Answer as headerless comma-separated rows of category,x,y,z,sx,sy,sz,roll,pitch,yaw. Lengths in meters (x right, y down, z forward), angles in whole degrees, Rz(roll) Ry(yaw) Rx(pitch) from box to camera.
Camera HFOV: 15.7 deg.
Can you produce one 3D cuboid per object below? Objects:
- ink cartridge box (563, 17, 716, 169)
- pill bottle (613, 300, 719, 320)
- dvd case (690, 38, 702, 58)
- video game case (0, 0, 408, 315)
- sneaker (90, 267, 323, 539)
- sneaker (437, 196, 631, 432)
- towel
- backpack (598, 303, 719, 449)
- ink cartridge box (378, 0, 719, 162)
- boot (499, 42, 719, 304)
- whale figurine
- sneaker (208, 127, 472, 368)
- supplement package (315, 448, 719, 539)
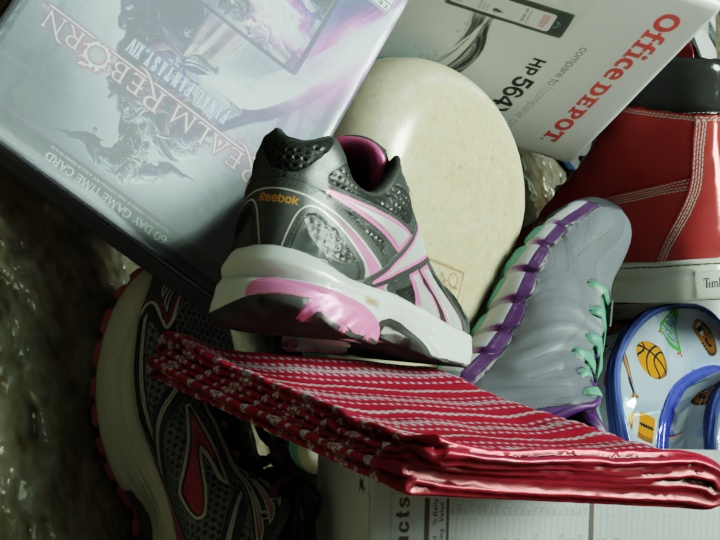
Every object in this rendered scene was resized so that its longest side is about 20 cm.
ink cartridge box,0.154,-0.160,1.605,0.145,0.084,0.200,47,36,-40
pill bottle,0.209,0.041,1.543,0.200,0.113,0.113,51,32,-32
dvd case,0.187,-0.058,1.398,0.143,0.018,0.200,62,9,-77
video game case,-0.069,-0.098,1.081,0.143,0.019,0.200,37,59,-15
sneaker,-0.054,0.087,1.054,0.081,0.075,0.200,21,54,-56
sneaker,0.092,0.050,1.199,0.200,0.087,0.074,-52,148,-32
towel,0.026,0.054,0.974,0.145,0.200,0.023,7,96,-33
backpack,0.158,0.114,1.357,0.200,0.154,0.191,-21,88,-63
ink cartridge box,0.051,-0.143,1.243,0.200,0.146,0.084,15,54,-22
boot,0.128,-0.053,1.352,0.072,0.200,0.144,-2,88,-31
whale figurine,0.000,0.000,1.217,0.159,0.104,0.200,19,79,-47
sneaker,0.002,-0.009,1.060,0.200,0.080,0.086,30,67,-76
supplement package,0.087,0.128,1.047,0.110,0.200,0.114,175,-83,-79
